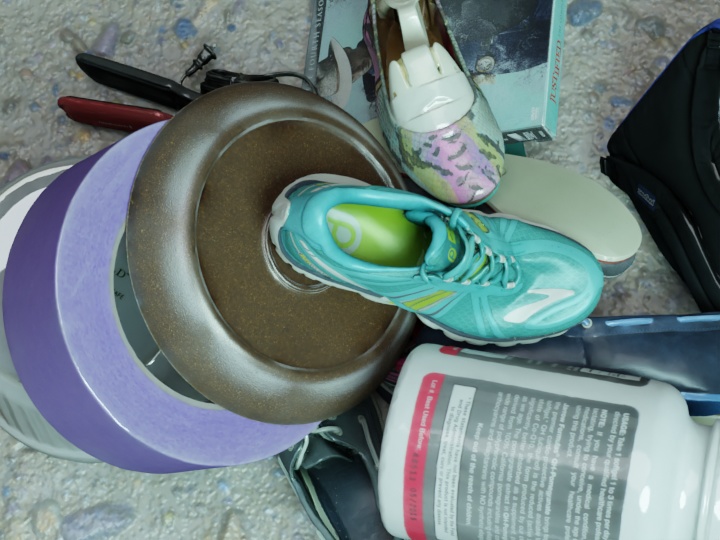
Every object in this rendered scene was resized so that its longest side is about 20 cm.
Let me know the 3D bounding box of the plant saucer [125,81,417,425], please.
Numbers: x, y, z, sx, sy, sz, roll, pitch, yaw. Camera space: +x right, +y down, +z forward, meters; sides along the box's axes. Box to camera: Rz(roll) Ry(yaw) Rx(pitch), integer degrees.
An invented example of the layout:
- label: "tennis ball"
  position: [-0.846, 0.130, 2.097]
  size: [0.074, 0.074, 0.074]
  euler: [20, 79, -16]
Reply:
- label: "plant saucer"
  position: [-0.038, -0.013, 0.883]
  size: [0.199, 0.032, 0.202]
  euler: [6, 79, -33]

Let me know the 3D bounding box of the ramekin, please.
- label: "ramekin"
  position: [-0.176, 0.018, 1.005]
  size: [0.200, 0.094, 0.204]
  euler: [-1, 71, 4]

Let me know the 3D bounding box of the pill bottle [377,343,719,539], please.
- label: "pill bottle"
  position: [0.117, 0.109, 0.841]
  size: [0.198, 0.111, 0.112]
  euler: [9, 72, 16]

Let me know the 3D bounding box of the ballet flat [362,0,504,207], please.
- label: "ballet flat"
  position: [0.037, -0.126, 0.952]
  size: [0.069, 0.071, 0.201]
  euler: [-16, 47, 1]

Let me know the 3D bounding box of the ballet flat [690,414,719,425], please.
- label: "ballet flat"
  position: [0.177, 0.122, 0.938]
  size: [0.198, 0.070, 0.070]
  euler: [-5, 71, -1]

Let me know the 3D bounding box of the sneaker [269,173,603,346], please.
- label: "sneaker"
  position: [0.047, -0.004, 0.849]
  size: [0.198, 0.080, 0.078]
  euler: [12, 85, -17]

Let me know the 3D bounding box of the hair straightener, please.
- label: "hair straightener"
  position: [-0.110, -0.128, 1.068]
  size: [0.198, 0.041, 0.078]
  euler: [10, 71, 19]

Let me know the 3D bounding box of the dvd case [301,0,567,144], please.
- label: "dvd case"
  position: [0.046, -0.145, 1.035]
  size: [0.199, 0.022, 0.147]
  euler: [-6, 68, 36]

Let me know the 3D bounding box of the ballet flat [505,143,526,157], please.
- label: "ballet flat"
  position: [0.092, -0.038, 1.029]
  size: [0.071, 0.072, 0.202]
  euler: [-17, 71, -2]

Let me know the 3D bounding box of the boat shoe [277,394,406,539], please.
- label: "boat shoe"
  position: [-0.016, 0.115, 0.977]
  size: [0.072, 0.062, 0.201]
  euler: [-24, 70, -1]

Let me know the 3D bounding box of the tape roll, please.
- label: "tape roll"
  position: [-0.101, 0.017, 0.903]
  size: [0.198, 0.085, 0.202]
  euler: [7, 78, -32]

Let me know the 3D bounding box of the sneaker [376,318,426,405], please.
- label: "sneaker"
  position: [0.000, 0.000, 1.010]
  size: [0.080, 0.075, 0.200]
  euler: [-38, 72, -9]

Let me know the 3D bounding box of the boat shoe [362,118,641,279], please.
- label: "boat shoe"
  position: [0.081, -0.035, 0.959]
  size: [0.199, 0.063, 0.071]
  euler: [22, 39, 24]

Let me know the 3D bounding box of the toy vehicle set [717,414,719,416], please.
- label: "toy vehicle set"
  position: [0.152, 0.127, 0.980]
  size: [0.198, 0.027, 0.125]
  euler: [18, 73, 10]

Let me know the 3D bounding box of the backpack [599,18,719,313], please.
- label: "backpack"
  position: [0.280, -0.048, 0.960]
  size: [0.167, 0.163, 0.201]
  euler: [-15, 67, -22]

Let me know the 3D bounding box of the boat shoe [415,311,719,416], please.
- label: "boat shoe"
  position: [0.132, 0.047, 0.937]
  size: [0.198, 0.084, 0.069]
  euler: [7, 73, -6]
